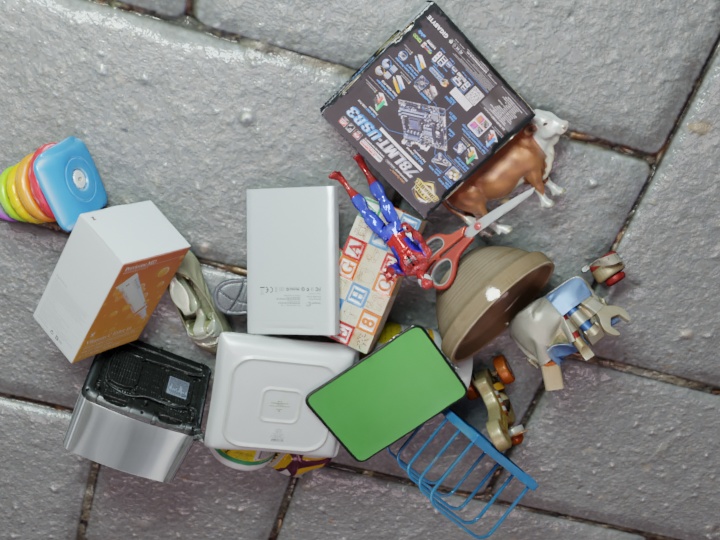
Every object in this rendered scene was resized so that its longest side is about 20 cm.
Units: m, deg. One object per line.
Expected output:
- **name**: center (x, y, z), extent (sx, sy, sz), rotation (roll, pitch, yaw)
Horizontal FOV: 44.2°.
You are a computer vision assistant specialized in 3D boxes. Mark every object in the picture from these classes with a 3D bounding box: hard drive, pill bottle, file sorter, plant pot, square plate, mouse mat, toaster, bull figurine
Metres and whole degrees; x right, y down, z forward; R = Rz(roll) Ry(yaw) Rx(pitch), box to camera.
- **hard drive**: center (-0.093, -0.013, 1.217), extent (0.132, 0.027, 0.200), rotation (0, 91, 20)
- **pill bottle**: center (-0.158, 0.198, 1.358), extent (0.113, 0.113, 0.200), rotation (17, 119, -11)
- **file sorter**: center (0.146, 0.297, 1.362), extent (0.139, 0.200, 0.123), rotation (40, 88, -22)
- **plant pot**: center (0.172, 0.032, 1.262), extent (0.093, 0.201, 0.201), rotation (46, 117, 20)
- **square plate**: center (-0.113, 0.187, 1.268), extent (0.200, 0.028, 0.198), rotation (7, 115, -11)
- **mouse mat**: center (0.040, 0.180, 1.276), extent (0.200, 0.008, 0.161), rotation (-34, 120, 3)
- **toaster**: center (-0.326, 0.204, 1.319), extent (0.181, 0.200, 0.119), rotation (21, 114, -14)
- **pill bottle**: center (0.062, 0.137, 1.336), extent (0.200, 0.113, 0.113), rotation (9, 120, -7)
- **bull figurine**: center (0.206, -0.128, 1.202), extent (0.200, 0.065, 0.121), rotation (-31, 100, 20)

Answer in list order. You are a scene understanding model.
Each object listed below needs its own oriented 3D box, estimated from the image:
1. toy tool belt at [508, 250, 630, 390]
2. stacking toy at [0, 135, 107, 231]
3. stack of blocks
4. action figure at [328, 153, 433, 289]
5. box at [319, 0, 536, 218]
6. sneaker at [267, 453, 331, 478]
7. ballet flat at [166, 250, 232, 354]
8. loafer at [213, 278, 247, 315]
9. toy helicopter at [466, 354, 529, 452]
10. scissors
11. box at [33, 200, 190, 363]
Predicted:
- **toy tool belt**: center (0.323, 0.076, 1.290), extent (0.200, 0.125, 0.123), rotation (-35, 76, 5)
- **stacking toy**: center (-0.458, -0.104, 1.203), extent (0.200, 0.116, 0.110), rotation (-11, 113, 22)
- **stack of blocks**: center (0.000, 0.000, 1.238), extent (0.115, 0.059, 0.200), rotation (24, 98, 10)
- **action figure**: center (0.031, -0.057, 1.150), extent (0.065, 0.099, 0.200), rotation (-36, 87, 12)
- **box**: center (0.085, -0.204, 1.139), extent (0.198, 0.050, 0.200), rotation (-44, 105, 12)
- **sneaker**: center (-0.066, 0.265, 1.439), extent (0.090, 0.075, 0.200), rotation (33, 121, -28)
- **ballet flat**: center (-0.244, 0.061, 1.312), extent (0.069, 0.069, 0.200), rotation (-17, 120, 9)
- **loafer**: center (-0.117, 0.038, 1.314), extent (0.200, 0.063, 0.072), rotation (3, 91, -10)
- **toy helicopter**: center (0.210, 0.223, 1.338), extent (0.079, 0.200, 0.132), rotation (-26, 100, 14)
- **scissors**: center (0.146, -0.057, 1.199), extent (0.200, 0.073, 0.014), rotation (-50, 149, 18)
- **box**: center (-0.343, 0.015, 1.221), extent (0.097, 0.124, 0.200), rotation (46, 123, 16)
